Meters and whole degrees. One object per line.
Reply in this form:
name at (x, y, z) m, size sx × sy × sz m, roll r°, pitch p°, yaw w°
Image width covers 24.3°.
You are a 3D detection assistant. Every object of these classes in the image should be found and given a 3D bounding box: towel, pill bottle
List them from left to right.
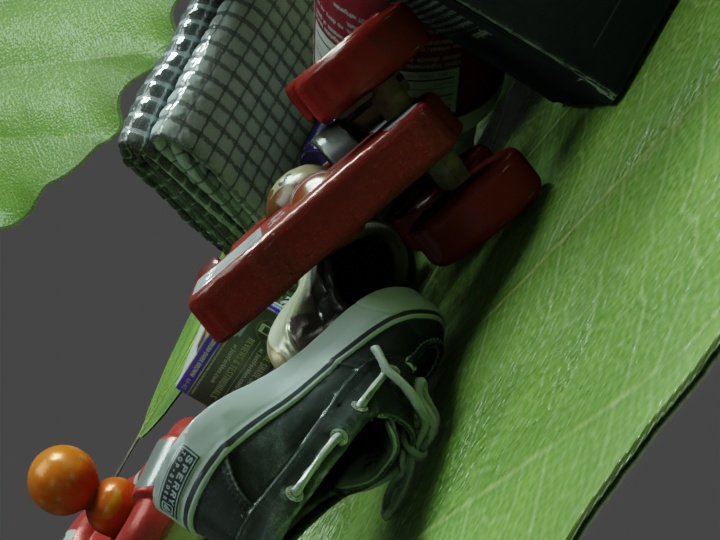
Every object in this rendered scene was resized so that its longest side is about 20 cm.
towel at (-0.054, -0.088, 1.105) m, size 0.085 × 0.200 × 0.166 m, roll -4°, pitch 52°, yaw 42°
pill bottle at (0.029, -0.146, 0.940) m, size 0.200 × 0.113 × 0.113 m, roll 93°, pitch -165°, yaw -47°

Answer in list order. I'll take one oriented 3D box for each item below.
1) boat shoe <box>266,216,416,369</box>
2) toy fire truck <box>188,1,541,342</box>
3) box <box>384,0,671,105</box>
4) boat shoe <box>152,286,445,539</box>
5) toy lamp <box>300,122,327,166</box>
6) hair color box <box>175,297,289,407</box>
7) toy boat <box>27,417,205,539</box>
boat shoe at (0.000, 0.000, 0.949) m, size 0.065 × 0.072 × 0.200 m, roll -42°, pitch 13°, yaw 28°
toy fire truck at (-0.017, -0.035, 0.822) m, size 0.168 × 0.112 × 0.200 m, roll -39°, pitch 7°, yaw -1°
box at (0.071, -0.211, 0.772) m, size 0.200 × 0.196 × 0.124 m, roll -60°, pitch 7°, yaw 1°
boat shoe at (-0.003, 0.066, 0.712) m, size 0.199 × 0.068 × 0.074 m, roll -25°, pitch -39°, yaw -59°
toy lamp at (0.028, -0.120, 1.092) m, size 0.200 × 0.058 × 0.058 m, roll -48°, pitch -1°, yaw -37°
hair color box at (-0.087, 0.025, 1.404) m, size 0.109 × 0.065 × 0.200 m, roll -56°, pitch 11°, yaw 25°
toy boat at (-0.185, 0.174, 1.233) m, size 0.200 × 0.131 × 0.131 m, roll -50°, pitch 12°, yaw 50°
